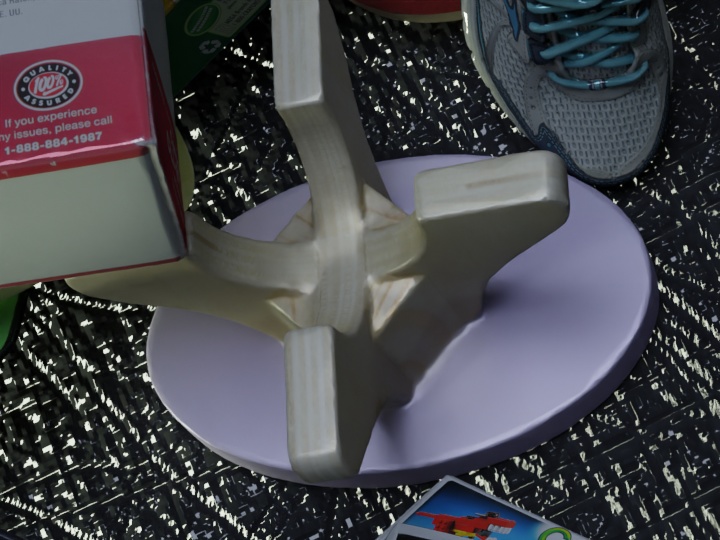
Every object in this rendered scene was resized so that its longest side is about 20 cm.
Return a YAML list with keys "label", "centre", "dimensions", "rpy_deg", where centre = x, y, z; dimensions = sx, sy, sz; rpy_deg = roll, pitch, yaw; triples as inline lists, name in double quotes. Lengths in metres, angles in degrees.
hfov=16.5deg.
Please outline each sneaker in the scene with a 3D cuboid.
- label: "sneaker"
  centre: [0.071, -0.110, 0.893]
  dimensions: [0.077, 0.201, 0.086]
  rpy_deg: [-14, 29, 4]

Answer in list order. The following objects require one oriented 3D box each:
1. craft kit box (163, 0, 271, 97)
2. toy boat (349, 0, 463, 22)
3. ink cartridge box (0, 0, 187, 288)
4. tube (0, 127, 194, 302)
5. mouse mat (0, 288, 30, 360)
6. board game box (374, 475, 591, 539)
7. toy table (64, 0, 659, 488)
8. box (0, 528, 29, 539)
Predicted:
- label: "craft kit box"
  centre: [-0.097, -0.171, 1.000]
  dimensions: [0.200, 0.048, 0.198]
  rpy_deg: [-41, 54, 34]
- label: "toy boat"
  centre: [0.054, -0.181, 0.958]
  dimensions: [0.199, 0.131, 0.131]
  rpy_deg: [-14, 65, 12]
- label: "ink cartridge box"
  centre: [-0.144, -0.098, 0.879]
  dimensions: [0.144, 0.084, 0.201]
  rpy_deg: [-9, 62, 3]
- label: "tube"
  centre: [-0.152, -0.009, 0.918]
  dimensions: [0.199, 0.052, 0.058]
  rpy_deg: [-25, 25, -33]
- label: "mouse mat"
  centre: [-0.212, 0.055, 0.954]
  dimensions: [0.199, 0.161, 0.008]
  rpy_deg: [-28, 106, 5]
- label: "board game box"
  centre: [0.065, 0.148, 0.821]
  dimensions: [0.199, 0.035, 0.126]
  rpy_deg: [22, 49, 39]
- label: "toy table"
  centre: [0.000, 0.000, 0.911]
  dimensions: [0.199, 0.117, 0.185]
  rpy_deg: [-20, 64, 10]
- label: "box"
  centre: [-0.144, 0.149, 0.838]
  dimensions: [0.200, 0.132, 0.115]
  rpy_deg: [-7, 58, 62]
